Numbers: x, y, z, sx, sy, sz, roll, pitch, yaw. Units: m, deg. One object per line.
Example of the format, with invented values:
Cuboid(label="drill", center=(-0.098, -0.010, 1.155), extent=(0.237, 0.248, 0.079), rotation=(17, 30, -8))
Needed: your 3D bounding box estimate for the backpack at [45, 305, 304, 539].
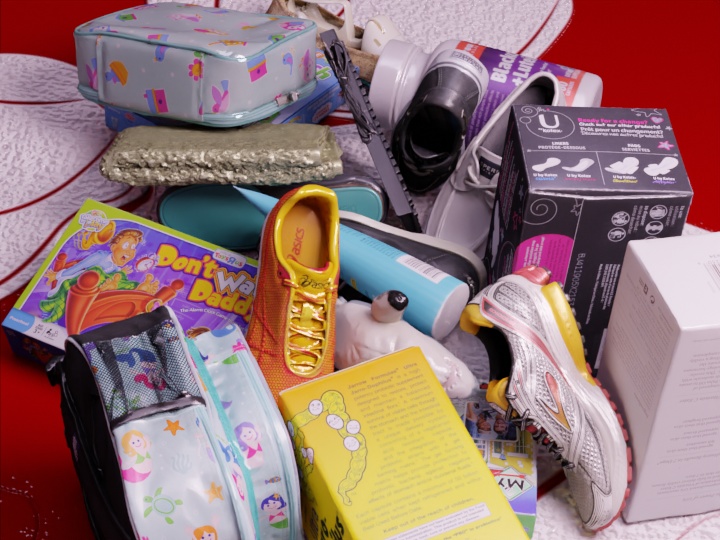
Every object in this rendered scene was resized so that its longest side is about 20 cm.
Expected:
Cuboid(label="backpack", center=(-0.119, 0.145, 1.151), extent=(0.150, 0.178, 0.200), rotation=(-12, 47, -10))

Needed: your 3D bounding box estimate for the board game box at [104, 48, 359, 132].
Cuboid(label="board game box", center=(-0.119, -0.165, 1.613), extent=(0.151, 0.037, 0.200), rotation=(27, 46, 24))

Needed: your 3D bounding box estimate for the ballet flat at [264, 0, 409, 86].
Cuboid(label="ballet flat", center=(-0.008, -0.227, 1.674), extent=(0.200, 0.065, 0.071), rotation=(22, 32, 16))

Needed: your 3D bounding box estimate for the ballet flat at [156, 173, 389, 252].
Cuboid(label="ballet flat", center=(-0.075, -0.054, 1.477), extent=(0.199, 0.073, 0.073), rotation=(-2, 41, 0))

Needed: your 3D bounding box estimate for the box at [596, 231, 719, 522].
Cuboid(label="box", center=(0.252, 0.077, 1.253), extent=(0.124, 0.200, 0.098), rotation=(-6, 42, -15))

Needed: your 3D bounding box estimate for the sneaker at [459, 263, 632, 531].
Cuboid(label="sneaker", center=(0.134, 0.101, 1.266), extent=(0.082, 0.078, 0.200), rotation=(-22, 82, -19))

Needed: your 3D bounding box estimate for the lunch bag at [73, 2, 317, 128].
Cuboid(label="lunch bag", center=(-0.139, -0.186, 1.518), extent=(0.199, 0.077, 0.160), rotation=(13, 23, 26))

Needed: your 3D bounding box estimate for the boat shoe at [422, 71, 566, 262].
Cuboid(label="boat shoe", center=(0.115, -0.081, 1.455), extent=(0.072, 0.066, 0.200), rotation=(34, 82, 14))

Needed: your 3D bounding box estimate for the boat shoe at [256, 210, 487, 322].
Cuboid(label="boat shoe", center=(0.000, 0.000, 1.404), extent=(0.199, 0.072, 0.068), rotation=(13, 46, 19))

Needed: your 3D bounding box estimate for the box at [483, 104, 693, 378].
Cuboid(label="box", center=(0.175, -0.021, 1.357), extent=(0.132, 0.200, 0.115), rotation=(1, 42, -6))

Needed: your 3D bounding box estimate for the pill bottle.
Cuboid(label="pill bottle", center=(0.113, -0.149, 1.564), extent=(0.199, 0.112, 0.112), rotation=(16, 42, 11))

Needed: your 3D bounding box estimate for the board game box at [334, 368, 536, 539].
Cuboid(label="board game box", center=(0.034, 0.134, 1.294), extent=(0.199, 0.029, 0.135), rotation=(6, 40, 0))

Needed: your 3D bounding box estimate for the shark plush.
Cuboid(label="shark plush", center=(0.006, 0.065, 1.331), extent=(0.083, 0.091, 0.200), rotation=(16, -7, -33))

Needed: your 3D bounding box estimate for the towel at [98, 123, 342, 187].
Cuboid(label="towel", center=(-0.114, -0.097, 1.437), extent=(0.199, 0.037, 0.148), rotation=(-1, 13, -1))

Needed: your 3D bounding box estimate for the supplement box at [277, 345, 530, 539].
Cuboid(label="supplement box", center=(0.029, 0.171, 1.161), extent=(0.109, 0.109, 0.200), rotation=(-18, 54, -17))

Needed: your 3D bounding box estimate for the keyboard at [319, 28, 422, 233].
Cuboid(label="keyboard", center=(0.007, -0.128, 1.485), extent=(0.021, 0.127, 0.200), rotation=(-25, 65, 5))

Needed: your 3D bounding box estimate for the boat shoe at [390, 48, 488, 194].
Cuboid(label="boat shoe", center=(0.058, -0.115, 1.467), extent=(0.068, 0.200, 0.057), rotation=(25, 62, 3))

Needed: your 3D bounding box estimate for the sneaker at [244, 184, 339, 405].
Cuboid(label="sneaker", center=(-0.050, 0.033, 1.266), extent=(0.073, 0.077, 0.201), rotation=(2, 78, -15))

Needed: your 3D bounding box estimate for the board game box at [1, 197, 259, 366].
Cuboid(label="board game box", center=(-0.160, 0.036, 1.343), extent=(0.199, 0.045, 0.135), rotation=(20, 60, 16))

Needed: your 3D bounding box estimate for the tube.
Cuboid(label="tube", center=(-0.009, -0.013, 1.349), extent=(0.200, 0.077, 0.050), rotation=(30, 83, 23))
